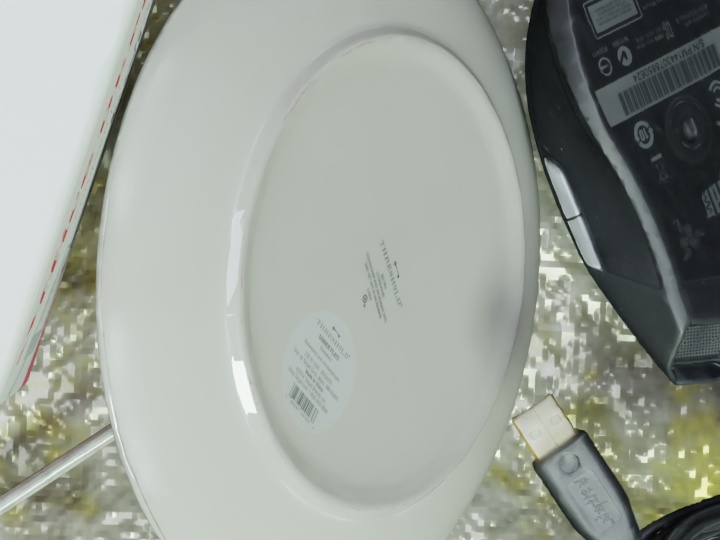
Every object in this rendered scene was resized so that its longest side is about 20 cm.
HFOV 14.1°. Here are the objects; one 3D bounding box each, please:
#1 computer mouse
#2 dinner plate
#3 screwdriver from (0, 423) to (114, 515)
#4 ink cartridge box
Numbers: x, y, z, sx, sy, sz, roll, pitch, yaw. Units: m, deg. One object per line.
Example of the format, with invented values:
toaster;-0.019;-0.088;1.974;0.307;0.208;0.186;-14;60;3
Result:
computer mouse;0.077;0.003;0.855;0.140;0.046;0.201;-35;103;-38
dinner plate;0.000;0.000;0.808;0.199;0.024;0.202;-8;100;-51
screwdriver;-0.100;0.066;0.857;0.199;0.029;0.028;-33;95;0
ink cartridge box;-0.108;-0.042;0.771;0.082;0.200;0.148;19;89;-5
